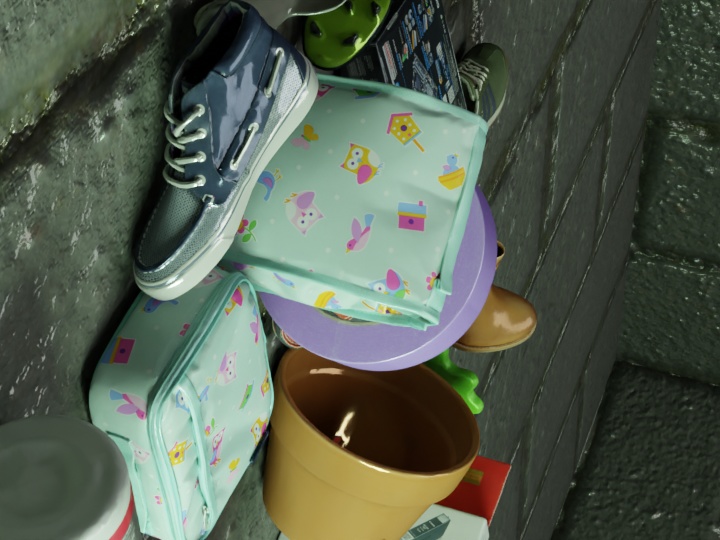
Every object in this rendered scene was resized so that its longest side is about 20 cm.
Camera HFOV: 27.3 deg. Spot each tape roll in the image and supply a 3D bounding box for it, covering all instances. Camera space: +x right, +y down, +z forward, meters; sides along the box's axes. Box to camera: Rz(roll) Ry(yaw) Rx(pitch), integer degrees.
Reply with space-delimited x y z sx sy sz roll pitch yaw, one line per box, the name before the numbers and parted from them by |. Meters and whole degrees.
tape roll | 0.011 -0.019 1.235 0.066 0.199 0.202 29 75 -72

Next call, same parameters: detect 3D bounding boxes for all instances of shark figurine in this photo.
shark figurine | -0.045 -0.231 1.088 0.128 0.089 0.216 64 44 -67

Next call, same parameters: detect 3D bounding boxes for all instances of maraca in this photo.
maraca | 0.048 0.117 1.513 0.107 0.137 0.200 -52 -169 -33

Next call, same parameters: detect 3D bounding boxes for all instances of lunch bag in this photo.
lunch bag | -0.128 0.104 1.086 0.201 0.077 0.161 85 25 -48
lunch bag | -0.010 -0.055 1.138 0.122 0.199 0.171 52 53 -69

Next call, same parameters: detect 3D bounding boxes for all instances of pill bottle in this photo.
pill bottle | -0.185 0.193 0.913 0.111 0.110 0.201 -60 157 -43

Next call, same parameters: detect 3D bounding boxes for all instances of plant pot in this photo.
plant pot | -0.005 0.176 1.386 0.141 0.199 0.200 -67 169 28

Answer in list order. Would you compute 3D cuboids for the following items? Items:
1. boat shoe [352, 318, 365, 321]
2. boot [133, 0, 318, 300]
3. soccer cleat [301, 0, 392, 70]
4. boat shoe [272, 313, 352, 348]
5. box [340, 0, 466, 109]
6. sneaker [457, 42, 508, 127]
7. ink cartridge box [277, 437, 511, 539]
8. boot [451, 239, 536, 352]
boat shoe | 0.009 -0.008 1.385 0.201 0.072 0.062 63 32 -32
boot | -0.112 -0.083 1.011 0.090 0.072 0.201 41 75 -49
soccer cleat | 0.002 -0.246 1.273 0.081 0.067 0.201 98 12 -66
boat shoe | 0.000 0.000 1.306 0.200 0.071 0.063 -43 -154 9
box | 0.045 -0.171 1.423 0.159 0.046 0.201 -60 143 -44
sneaker | 0.121 -0.199 1.686 0.090 0.067 0.201 86 26 -58
ink cartridge box | 0.036 0.240 1.522 0.045 0.199 0.177 77 31 -55
boot | 0.110 0.012 1.458 0.155 0.199 0.074 128 -34 -54
